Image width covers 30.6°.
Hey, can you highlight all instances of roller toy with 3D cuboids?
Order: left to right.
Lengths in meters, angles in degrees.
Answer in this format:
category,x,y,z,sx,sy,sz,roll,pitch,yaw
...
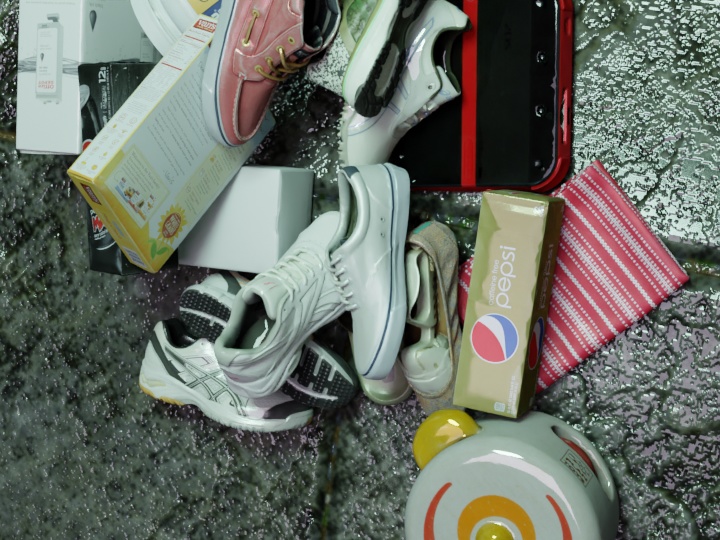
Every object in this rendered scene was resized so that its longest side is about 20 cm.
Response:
category,x,y,z,sx,sy,sz,roll,pitch,yaw
roller toy,0.138,0.227,1.207,0.182,0.140,0.201,4,100,20

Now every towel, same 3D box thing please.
category,x,y,z,sx,sy,sz,roll,pitch,yaw
towel,0.187,0.012,1.239,0.200,0.022,0.145,-40,80,20

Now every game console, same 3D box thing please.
category,x,y,z,sx,sy,sz,roll,pitch,yaw
game console,0.114,-0.175,1.253,0.176,0.031,0.201,3,95,28

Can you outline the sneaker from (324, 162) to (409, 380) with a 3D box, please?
category,x,y,z,sx,sy,sz,roll,pitch,yaw
sneaker,0.000,0.000,1.216,0.071,0.073,0.201,4,86,-22

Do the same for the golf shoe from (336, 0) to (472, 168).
category,x,y,z,sx,sy,sz,roll,pitch,yaw
golf shoe,0.041,-0.162,1.236,0.097,0.078,0.201,20,104,19

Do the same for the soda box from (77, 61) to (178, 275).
category,x,y,z,sx,sy,sz,roll,pitch,yaw
soda box,-0.223,-0.099,1.266,0.063,0.071,0.201,7,101,48

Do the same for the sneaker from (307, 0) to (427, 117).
category,x,y,z,sx,sy,sz,roll,pitch,yaw
sneaker,0.006,-0.243,1.180,0.088,0.077,0.201,21,89,22

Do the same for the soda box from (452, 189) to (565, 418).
category,x,y,z,sx,sy,sz,roll,pitch,yaw
soda box,0.137,0.028,1.211,0.064,0.068,0.201,10,98,21

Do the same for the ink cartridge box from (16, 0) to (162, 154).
category,x,y,z,sx,sy,sz,roll,pitch,yaw
ink cartridge box,-0.271,-0.217,1.336,0.082,0.146,0.201,6,98,24

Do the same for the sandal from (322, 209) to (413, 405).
category,x,y,z,sx,sy,sz,roll,pitch,yaw
sandal,0.007,0.035,1.294,0.080,0.057,0.202,-20,87,22

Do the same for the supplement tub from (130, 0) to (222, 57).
category,x,y,z,sx,sy,sz,roll,pitch,yaw
supplement tub,-0.109,-0.287,1.267,0.200,0.144,0.145,-33,82,21

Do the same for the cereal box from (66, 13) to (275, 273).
category,x,y,z,sx,sy,sz,roll,pitch,yaw
cereal box,-0.168,-0.116,1.213,0.039,0.144,0.200,22,64,31

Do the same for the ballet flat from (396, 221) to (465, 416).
category,x,y,z,sx,sy,sz,roll,pitch,yaw
ballet flat,0.060,0.055,1.247,0.068,0.067,0.201,-2,97,34

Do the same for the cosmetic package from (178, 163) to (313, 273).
category,x,y,z,sx,sy,sz,roll,pitch,yaw
cosmetic package,-0.155,-0.059,1.336,0.199,0.085,0.108,8,97,21

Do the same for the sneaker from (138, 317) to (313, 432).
category,x,y,z,sx,sy,sz,roll,pitch,yaw
sneaker,-0.138,0.104,1.348,0.199,0.076,0.088,15,100,20

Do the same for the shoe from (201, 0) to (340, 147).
category,x,y,z,sx,sy,sz,roll,pitch,yaw
shoe,-0.079,-0.194,1.169,0.091,0.071,0.201,26,115,30

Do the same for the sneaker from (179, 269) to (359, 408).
category,x,y,z,sx,sy,sz,roll,pitch,yaw
sneaker,-0.080,0.061,1.320,0.200,0.080,0.074,35,128,5

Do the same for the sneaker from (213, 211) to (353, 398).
category,x,y,z,sx,sy,sz,roll,pitch,yaw
sneaker,-0.065,0.023,1.226,0.078,0.099,0.200,26,75,23
